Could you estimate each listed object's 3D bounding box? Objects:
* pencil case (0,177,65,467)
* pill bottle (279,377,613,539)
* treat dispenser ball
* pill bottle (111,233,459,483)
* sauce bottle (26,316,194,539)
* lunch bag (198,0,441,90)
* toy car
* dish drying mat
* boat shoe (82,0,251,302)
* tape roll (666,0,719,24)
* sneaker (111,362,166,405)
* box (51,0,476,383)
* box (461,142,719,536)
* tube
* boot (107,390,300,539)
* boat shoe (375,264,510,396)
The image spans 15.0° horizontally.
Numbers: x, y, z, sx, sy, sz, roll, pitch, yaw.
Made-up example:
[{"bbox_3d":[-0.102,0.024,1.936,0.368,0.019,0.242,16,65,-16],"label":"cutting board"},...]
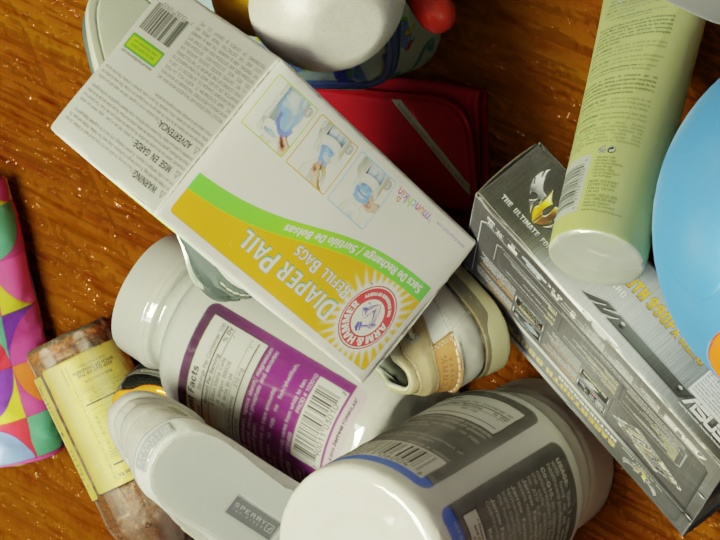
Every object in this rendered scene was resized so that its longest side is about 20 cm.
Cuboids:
[{"bbox_3d":[-0.255,0.034,1.808,0.088,0.088,0.200,-8,101,37],"label":"pencil case"},{"bbox_3d":[0.054,0.133,1.543,0.114,0.200,0.114,12,111,33],"label":"pill bottle"},{"bbox_3d":[0.244,-0.020,1.354,0.201,0.201,0.201,12,112,32],"label":"treat dispenser ball"},{"bbox_3d":[-0.049,0.057,1.648,0.200,0.112,0.112,29,120,25],"label":"pill bottle"},{"bbox_3d":[-0.149,0.131,1.776,0.066,0.066,0.200,-24,92,38],"label":"sauce bottle"},{"bbox_3d":[-0.031,-0.205,1.569,0.160,0.082,0.200,8,111,30],"label":"lunch bag"},{"bbox_3d":[0.017,-0.192,1.437,0.200,0.150,0.175,-50,38,21],"label":"toy car"},{"bbox_3d":[-0.012,-0.082,1.634,0.200,0.018,0.077,9,112,33],"label":"dish drying mat"},{"bbox_3d":[-0.111,-0.070,1.592,0.200,0.073,0.062,60,146,3],"label":"boat shoe"},{"bbox_3d":[0.165,-0.203,1.348,0.200,0.200,0.066,43,124,16],"label":"tape roll"},{"bbox_3d":[-0.075,0.125,1.713,0.200,0.077,0.078,38,122,18],"label":"sneaker"},{"bbox_3d":[-0.048,-0.044,1.456,0.101,0.200,0.112,-51,46,-2],"label":"box"},{"bbox_3d":[0.139,0.041,1.492,0.200,0.048,0.158,49,168,13],"label":"box"},{"bbox_3d":[0.144,-0.086,1.436,0.058,0.200,0.052,13,149,3],"label":"tube"},{"bbox_3d":[-0.064,0.138,1.610,0.200,0.074,0.096,44,178,-29],"label":"boot"},{"bbox_3d":[0.000,0.000,1.577,0.200,0.068,0.075,41,144,40],"label":"boat shoe"}]
